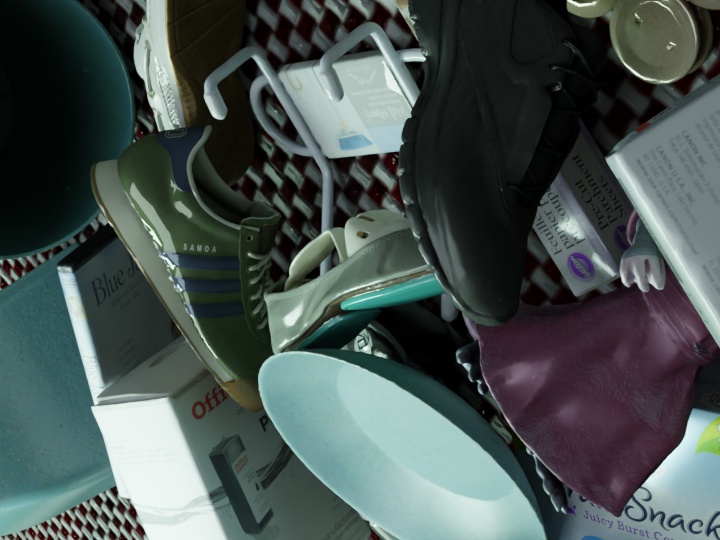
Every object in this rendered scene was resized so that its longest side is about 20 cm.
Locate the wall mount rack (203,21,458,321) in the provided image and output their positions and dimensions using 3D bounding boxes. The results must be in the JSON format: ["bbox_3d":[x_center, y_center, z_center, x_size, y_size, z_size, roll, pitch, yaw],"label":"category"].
[{"bbox_3d":[-0.005,-0.059,0.794,0.200,0.075,0.174,1,129,50],"label":"wall mount rack"}]

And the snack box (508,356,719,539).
[{"bbox_3d":[0.174,0.140,0.731,0.169,0.068,0.200,8,119,47],"label":"snack box"}]

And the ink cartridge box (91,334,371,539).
[{"bbox_3d":[-0.089,0.147,0.963,0.085,0.146,0.200,-12,107,37],"label":"ink cartridge box"}]

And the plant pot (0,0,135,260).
[{"bbox_3d":[-0.293,-0.119,0.986,0.161,0.201,0.201,17,127,56],"label":"plant pot"}]

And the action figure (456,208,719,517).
[{"bbox_3d":[0.156,0.025,0.631,0.200,0.149,0.134,-39,103,12],"label":"action figure"}]

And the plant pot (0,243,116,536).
[{"bbox_3d":[-0.305,0.130,1.157,0.196,0.200,0.196,57,144,3],"label":"plant pot"}]

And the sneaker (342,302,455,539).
[{"bbox_3d":[0.031,0.096,0.859,0.115,0.075,0.200,-31,89,51],"label":"sneaker"}]

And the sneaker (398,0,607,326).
[{"bbox_3d":[0.070,-0.075,0.611,0.091,0.076,0.200,-4,80,25],"label":"sneaker"}]

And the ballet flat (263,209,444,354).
[{"bbox_3d":[0.000,0.000,0.737,0.200,0.067,0.064,-31,70,54],"label":"ballet flat"}]

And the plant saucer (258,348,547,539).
[{"bbox_3d":[0.031,0.105,0.780,0.201,0.039,0.201,28,150,18],"label":"plant saucer"}]

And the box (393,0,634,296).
[{"bbox_3d":[0.085,-0.083,0.700,0.039,0.041,0.200,-32,89,53],"label":"box"}]

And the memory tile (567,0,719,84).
[{"bbox_3d":[0.112,-0.196,0.612,0.200,0.017,0.153,48,142,13],"label":"memory tile"}]

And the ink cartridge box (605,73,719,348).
[{"bbox_3d":[0.223,-0.032,0.517,0.162,0.200,0.050,59,-174,0],"label":"ink cartridge box"}]

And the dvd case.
[{"bbox_3d":[-0.158,0.050,0.986,0.018,0.143,0.200,5,120,25],"label":"dvd case"}]

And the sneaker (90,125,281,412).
[{"bbox_3d":[-0.086,-0.005,0.860,0.090,0.067,0.200,-29,106,11],"label":"sneaker"}]

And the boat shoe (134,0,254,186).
[{"bbox_3d":[-0.119,-0.146,0.862,0.069,0.071,0.200,27,134,33],"label":"boat shoe"}]
